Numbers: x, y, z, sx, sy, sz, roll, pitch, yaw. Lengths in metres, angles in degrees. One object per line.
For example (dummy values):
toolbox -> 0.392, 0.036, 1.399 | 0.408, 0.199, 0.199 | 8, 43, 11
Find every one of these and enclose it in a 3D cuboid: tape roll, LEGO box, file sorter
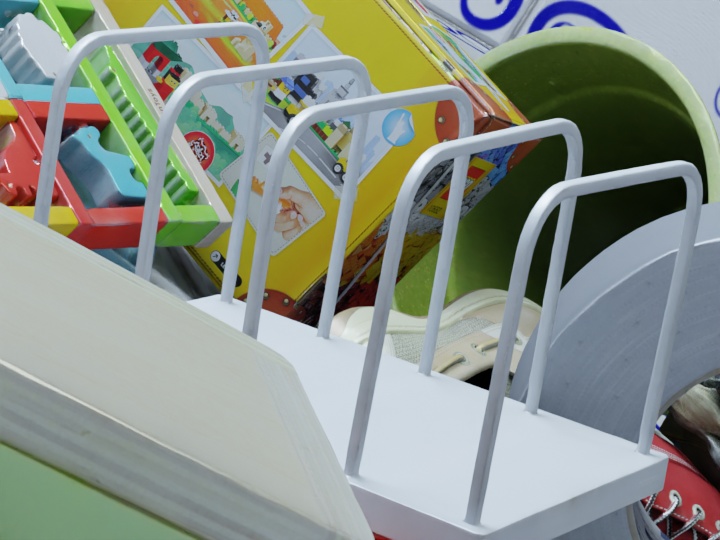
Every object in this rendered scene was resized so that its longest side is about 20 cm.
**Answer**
tape roll -> 0.153, 0.077, 0.953 | 0.200, 0.201, 0.066 | 32, 14, -3
LEGO box -> -0.040, -0.086, 1.163 | 0.200, 0.149, 0.077 | 50, 12, 17
file sorter -> 0.000, 0.000, 0.859 | 0.199, 0.125, 0.139 | 19, 17, 29

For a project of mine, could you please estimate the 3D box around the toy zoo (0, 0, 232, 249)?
toy zoo -> -0.148, -0.066, 1.047 | 0.200, 0.020, 0.132 | -3, 57, -57

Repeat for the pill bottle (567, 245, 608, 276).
pill bottle -> 0.089, -0.013, 1.433 | 0.199, 0.110, 0.110 | 26, 12, -34

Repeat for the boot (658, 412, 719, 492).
boot -> 0.230, 0.135, 1.252 | 0.200, 0.075, 0.097 | 50, -15, -26

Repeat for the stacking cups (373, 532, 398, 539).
stacking cups -> 0.015, 0.096, 0.857 | 0.060, 0.061, 0.200 | 32, 12, -2

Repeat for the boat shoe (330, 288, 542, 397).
boat shoe -> 0.044, 0.054, 1.109 | 0.065, 0.072, 0.200 | 40, 18, 25

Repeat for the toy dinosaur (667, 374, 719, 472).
toy dinosaur -> 0.172, 0.075, 1.121 | 0.200, 0.047, 0.088 | 43, -5, 6

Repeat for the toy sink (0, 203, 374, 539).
toy sink -> -0.119, 0.046, 0.496 | 0.199, 0.131, 0.112 | 30, 11, -20

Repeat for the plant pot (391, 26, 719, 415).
plant pot -> 0.140, -0.002, 1.300 | 0.200, 0.201, 0.190 | 40, 10, 36

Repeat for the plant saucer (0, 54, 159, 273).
plant saucer -> -0.165, -0.072, 1.071 | 0.200, 0.019, 0.070 | 39, 29, -17

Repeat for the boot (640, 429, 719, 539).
boot -> 0.138, 0.117, 1.104 | 0.144, 0.073, 0.200 | 40, 9, 27
